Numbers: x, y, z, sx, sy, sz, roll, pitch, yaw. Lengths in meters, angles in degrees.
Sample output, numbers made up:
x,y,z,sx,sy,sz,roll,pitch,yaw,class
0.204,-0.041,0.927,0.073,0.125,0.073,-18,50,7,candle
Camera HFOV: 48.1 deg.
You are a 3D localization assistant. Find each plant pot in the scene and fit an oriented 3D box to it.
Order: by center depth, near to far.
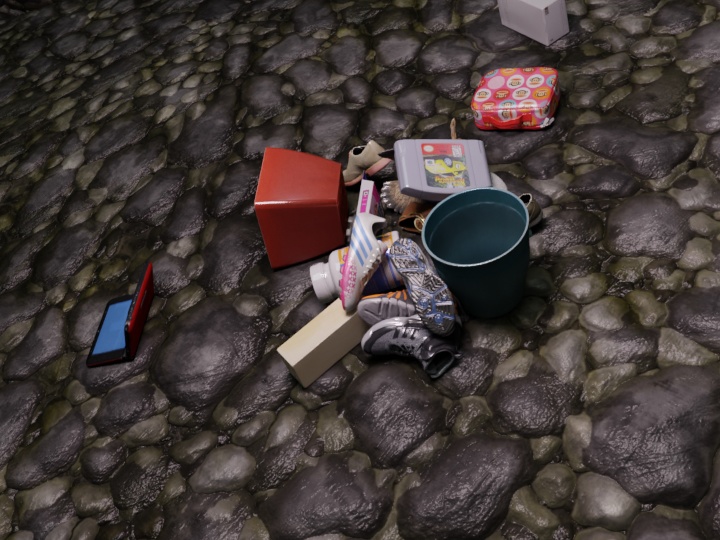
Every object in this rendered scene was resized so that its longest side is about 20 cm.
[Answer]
x,y,z,sx,sy,sz,roll,pitch,yaw,class
0.232,-0.021,1.527,0.197,0.189,0.202,-12,45,12,plant pot
-0.122,-0.145,1.817,0.173,0.201,0.202,-3,46,7,plant pot

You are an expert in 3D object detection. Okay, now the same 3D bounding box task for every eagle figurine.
x,y,z,sx,sy,sz,roll,pitch,yaw,class
0.144,-0.224,1.803,0.198,0.153,0.151,-27,1,-26,eagle figurine

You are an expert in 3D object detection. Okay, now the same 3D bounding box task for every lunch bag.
x,y,z,sx,sy,sz,roll,pitch,yaw,class
0.366,-0.399,1.909,0.197,0.082,0.178,5,51,27,lunch bag

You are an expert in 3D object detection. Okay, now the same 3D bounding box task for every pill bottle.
x,y,z,sx,sy,sz,roll,pitch,yaw,class
0.000,0.000,1.668,0.197,0.113,0.113,-18,43,6,pill bottle

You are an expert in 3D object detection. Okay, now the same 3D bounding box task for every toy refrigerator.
x,y,z,sx,sy,sz,roll,pitch,yaw,class
-0.064,0.130,1.598,0.199,0.076,0.070,-39,45,-14,toy refrigerator

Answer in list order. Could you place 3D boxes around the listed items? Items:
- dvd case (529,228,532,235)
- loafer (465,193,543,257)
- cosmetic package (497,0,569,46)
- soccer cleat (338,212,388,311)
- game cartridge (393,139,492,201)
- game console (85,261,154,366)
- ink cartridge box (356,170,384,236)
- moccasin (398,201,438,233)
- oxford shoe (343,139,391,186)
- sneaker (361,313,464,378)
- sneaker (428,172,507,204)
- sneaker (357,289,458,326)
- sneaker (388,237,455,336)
x,y,z,sx,sy,sz,roll,pitch,yaw,class
0.258,-0.109,1.724,0.144,0.022,0.201,-25,43,0,dvd case
0.276,-0.099,1.640,0.198,0.070,0.075,-30,44,-6,loafer
0.452,-0.686,2.126,0.081,0.114,0.200,-35,46,-11,cosmetic package
0.008,-0.018,1.575,0.085,0.070,0.203,5,74,8,soccer cleat
0.173,-0.208,1.673,0.197,0.041,0.135,-2,68,-11,game cartridge
-0.546,0.097,1.822,0.117,0.174,0.202,8,47,-4,game console
0.022,-0.124,1.789,0.037,0.095,0.202,-9,45,15,ink cartridge box
0.146,-0.101,1.704,0.078,0.074,0.200,-47,33,-15,moccasin
0.000,-0.255,1.890,0.071,0.074,0.199,-44,13,-32,oxford shoe
0.098,0.146,1.509,0.197,0.076,0.115,-13,42,8,sneaker
0.214,-0.174,1.744,0.197,0.106,0.077,18,55,-1,sneaker
0.089,0.059,1.587,0.197,0.078,0.113,5,37,-8,sneaker
0.125,0.031,1.505,0.075,0.077,0.202,-29,69,11,sneaker
